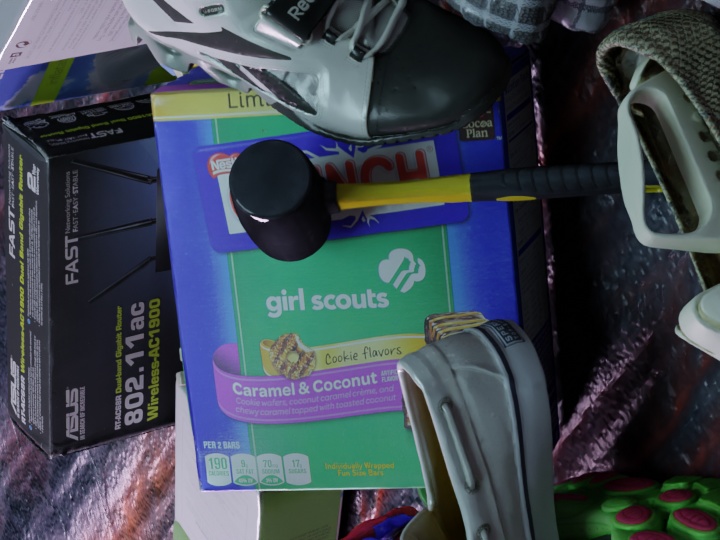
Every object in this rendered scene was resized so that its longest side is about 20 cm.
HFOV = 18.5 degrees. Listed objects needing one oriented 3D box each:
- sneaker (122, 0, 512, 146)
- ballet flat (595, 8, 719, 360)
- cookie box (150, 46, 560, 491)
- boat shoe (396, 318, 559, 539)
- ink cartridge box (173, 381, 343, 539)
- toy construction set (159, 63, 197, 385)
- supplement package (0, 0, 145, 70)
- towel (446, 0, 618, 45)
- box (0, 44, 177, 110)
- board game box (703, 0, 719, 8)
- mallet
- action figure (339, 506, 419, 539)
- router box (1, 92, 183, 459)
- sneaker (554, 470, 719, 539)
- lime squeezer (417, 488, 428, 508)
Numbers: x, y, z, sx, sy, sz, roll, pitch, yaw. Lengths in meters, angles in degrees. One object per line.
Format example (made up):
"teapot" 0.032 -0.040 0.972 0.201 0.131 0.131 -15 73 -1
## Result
"sneaker" -0.030 -0.117 0.980 0.200 0.074 0.089 17 150 24
"ballet flat" 0.147 -0.014 0.900 0.068 0.075 0.200 -45 63 55
"cookie box" 0.000 0.000 1.063 0.171 0.075 0.200 -3 104 15
"boat shoe" 0.044 0.126 0.991 0.075 0.086 0.202 -145 44 -60
"ink cartridge box" -0.065 0.157 1.337 0.104 0.059 0.200 50 148 38
"toy construction set" -0.041 -0.028 1.151 0.092 0.131 0.200 16 107 60
"supplement package" -0.101 -0.189 1.123 0.110 0.200 0.114 -44 64 57
"towel" 0.050 -0.216 0.974 0.200 0.086 0.166 48 139 40
"box" -0.149 -0.146 1.224 0.048 0.200 0.122 64 148 20
"board game box" 0.121 -0.171 0.842 0.200 0.032 0.120 29 123 21
"mallet" 0.040 -0.039 0.967 0.066 0.200 0.041 48 -142 -67
"action figure" 0.014 0.155 1.105 0.052 0.200 0.065 -42 81 12
"router box" -0.129 -0.003 1.298 0.062 0.150 0.200 36 132 48
"sneaker" 0.134 0.140 0.998 0.200 0.077 0.084 2 110 70
"lime squeezer" 0.037 0.118 1.178 0.200 0.038 0.071 34 130 48
